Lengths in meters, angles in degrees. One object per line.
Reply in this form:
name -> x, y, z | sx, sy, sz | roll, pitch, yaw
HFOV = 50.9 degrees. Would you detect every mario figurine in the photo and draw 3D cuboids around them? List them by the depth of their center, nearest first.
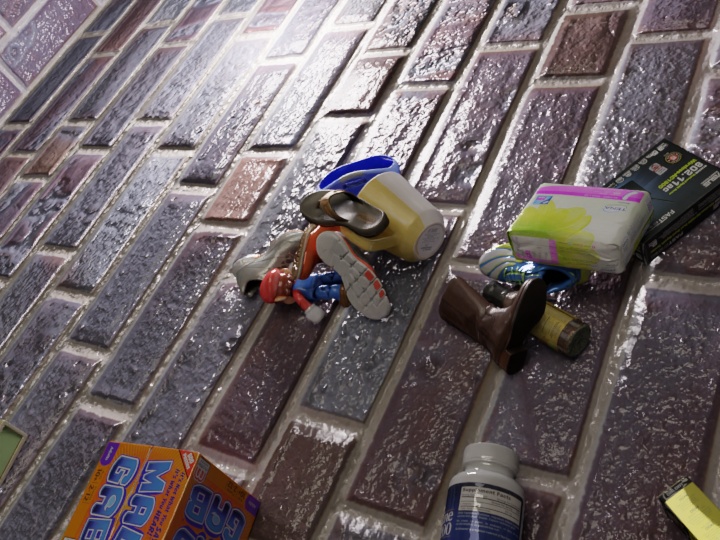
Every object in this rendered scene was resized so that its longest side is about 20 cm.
mario figurine -> -0.108, 0.043, 1.538 | 0.199, 0.106, 0.123 | -1, 16, 17

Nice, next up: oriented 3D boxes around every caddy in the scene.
caddy -> -0.001, -0.171, 1.615 | 0.199, 0.105, 0.142 | -16, 48, 18

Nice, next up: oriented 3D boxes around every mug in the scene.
mug -> 0.072, -0.081, 1.480 | 0.187, 0.150, 0.153 | -43, 53, -12

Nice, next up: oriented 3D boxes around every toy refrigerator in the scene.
toy refrigerator -> -0.793, 0.420, 1.595 | 0.070, 0.076, 0.200 | -2, 52, 29

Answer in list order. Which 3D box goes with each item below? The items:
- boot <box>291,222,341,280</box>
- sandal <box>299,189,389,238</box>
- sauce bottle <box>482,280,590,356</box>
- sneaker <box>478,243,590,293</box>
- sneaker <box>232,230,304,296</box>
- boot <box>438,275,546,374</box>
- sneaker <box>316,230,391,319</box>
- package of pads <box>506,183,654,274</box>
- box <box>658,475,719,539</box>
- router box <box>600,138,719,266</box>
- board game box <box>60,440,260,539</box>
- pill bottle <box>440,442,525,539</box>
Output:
boot -> -0.070, -0.045, 1.505 | 0.107, 0.075, 0.200 | 25, 48, -2
sandal -> -0.036, -0.115, 1.414 | 0.200, 0.055, 0.082 | 25, 69, 38
sauce bottle -> 0.290, 0.074, 1.271 | 0.065, 0.065, 0.200 | -45, 44, -11
sneaker -> 0.288, -0.004, 1.301 | 0.199, 0.076, 0.105 | 0, 14, 29
sneaker -> -0.179, -0.007, 1.615 | 0.200, 0.076, 0.092 | -30, 51, 15
boot -> 0.212, 0.050, 1.273 | 0.064, 0.187, 0.200 | -5, 33, -32
sneaker -> 0.000, 0.000, 1.453 | 0.077, 0.200, 0.082 | -35, -2, 26
package of pads -> 0.358, -0.072, 1.244 | 0.200, 0.068, 0.155 | 9, 45, 38
box -> 0.458, 0.353, 0.929 | 0.050, 0.075, 0.200 | -37, 45, 0
router box -> 0.511, -0.122, 1.308 | 0.200, 0.062, 0.150 | -38, 46, -4
board game box -> -0.323, 0.420, 1.232 | 0.199, 0.200, 0.200 | -1, 53, 28
pill bottle -> 0.173, 0.352, 1.066 | 0.111, 0.111, 0.200 | -5, 51, 27
